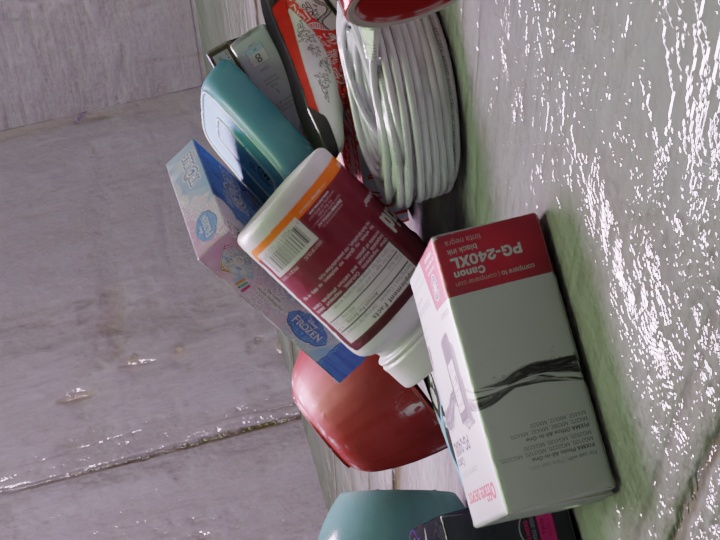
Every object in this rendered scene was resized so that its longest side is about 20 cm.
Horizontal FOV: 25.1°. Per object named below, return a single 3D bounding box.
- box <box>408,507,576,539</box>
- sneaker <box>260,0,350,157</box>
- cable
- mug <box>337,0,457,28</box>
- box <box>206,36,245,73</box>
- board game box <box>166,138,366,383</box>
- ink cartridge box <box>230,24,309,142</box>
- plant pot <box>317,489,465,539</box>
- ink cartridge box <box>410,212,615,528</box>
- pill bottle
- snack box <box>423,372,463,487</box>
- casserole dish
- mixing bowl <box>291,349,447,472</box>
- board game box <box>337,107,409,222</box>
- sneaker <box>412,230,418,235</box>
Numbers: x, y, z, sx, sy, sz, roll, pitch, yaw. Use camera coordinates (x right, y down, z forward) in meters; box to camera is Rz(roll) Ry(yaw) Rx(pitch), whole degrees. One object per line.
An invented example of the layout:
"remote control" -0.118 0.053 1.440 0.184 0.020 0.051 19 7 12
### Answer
"box" 0.113 0.253 1.317 0.200 0.105 0.124 113 144 -77
"sneaker" -0.019 -0.202 1.520 0.067 0.107 0.203 91 161 -60
"cable" 0.030 -0.156 1.384 0.200 0.068 0.202 -124 21 -71
"mug" 0.008 -0.289 1.108 0.178 0.132 0.202 103 150 -77
"box" -0.109 -0.189 1.714 0.122 0.032 0.200 60 -174 -8
"board game box" -0.091 -0.012 1.545 0.199 0.043 0.200 42 -169 -31
"ink cartridge box" -0.051 -0.148 1.645 0.201 0.047 0.160 59 -173 2
"plant pot" 0.039 0.310 1.670 0.201 0.198 0.163 117 154 -78
"ink cartridge box" 0.105 0.078 1.166 0.145 0.082 0.202 111 145 -76
"pill bottle" 0.000 0.000 1.410 0.200 0.114 0.114 43 176 -7
"snack box" 0.082 0.088 1.523 0.117 0.037 0.201 86 169 -47
"casserole dish" -0.098 -0.117 1.574 0.200 0.039 0.122 47 157 22
"mixing bowl" 0.000 0.129 1.645 0.201 0.108 0.200 52 179 1
"board game box" -0.002 -0.159 1.687 0.201 0.046 0.153 -114 13 -57
"sneaker" 0.011 -0.016 1.589 0.078 0.089 0.200 37 176 21
